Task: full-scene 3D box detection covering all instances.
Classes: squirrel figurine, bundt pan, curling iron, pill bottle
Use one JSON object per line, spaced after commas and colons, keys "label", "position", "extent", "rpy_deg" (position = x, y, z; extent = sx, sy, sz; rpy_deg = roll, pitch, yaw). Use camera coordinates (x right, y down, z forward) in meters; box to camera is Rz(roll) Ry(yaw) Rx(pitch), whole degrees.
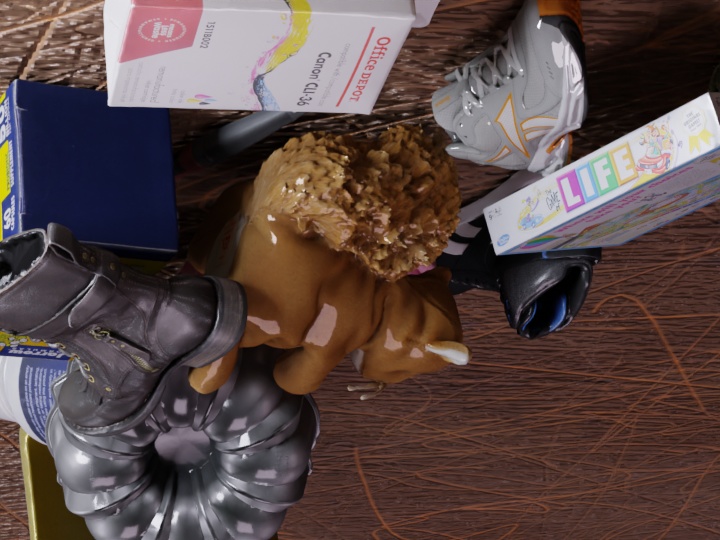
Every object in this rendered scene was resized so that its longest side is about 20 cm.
{"label": "squirrel figurine", "position": [0.000, 0.000, 1.340], "extent": [0.185, 0.142, 0.201], "rpy_deg": [20, 120, -21]}
{"label": "bundt pan", "position": [-0.126, 0.126, 1.410], "extent": [0.200, 0.204, 0.076], "rpy_deg": [-1, -158, -3]}
{"label": "curling iron", "position": [-0.098, -0.072, 1.342], "extent": [0.050, 0.026, 0.199], "rpy_deg": [45, 132, -15]}
{"label": "pill bottle", "position": [-0.200, 0.085, 1.539], "extent": [0.199, 0.112, 0.111], "rpy_deg": [5, 168, 38]}

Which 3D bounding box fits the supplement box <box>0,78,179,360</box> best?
{"label": "supplement box", "position": [-0.208, -0.027, 1.317], "extent": [0.109, 0.110, 0.200], "rpy_deg": [6, 155, -27]}

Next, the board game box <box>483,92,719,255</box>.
{"label": "board game box", "position": [0.196, -0.062, 1.307], "extent": [0.134, 0.035, 0.199], "rpy_deg": [-5, 164, -45]}

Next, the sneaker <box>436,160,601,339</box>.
{"label": "sneaker", "position": [0.103, 0.007, 1.480], "extent": [0.072, 0.113, 0.200], "rpy_deg": [7, 154, -27]}

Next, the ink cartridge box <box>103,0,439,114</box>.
{"label": "ink cartridge box", "position": [-0.040, -0.144, 1.134], "extent": [0.198, 0.068, 0.117], "rpy_deg": [0, 157, -14]}

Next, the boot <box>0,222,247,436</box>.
{"label": "boot", "position": [-0.186, 0.033, 1.251], "extent": [0.173, 0.070, 0.200], "rpy_deg": [16, 142, -38]}

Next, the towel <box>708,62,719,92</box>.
{"label": "towel", "position": [0.341, -0.137, 1.299], "extent": [0.199, 0.037, 0.148], "rpy_deg": [-24, 153, 35]}

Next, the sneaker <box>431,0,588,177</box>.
{"label": "sneaker", "position": [0.091, -0.112, 1.248], "extent": [0.091, 0.076, 0.200], "rpy_deg": [-1, 156, -1]}

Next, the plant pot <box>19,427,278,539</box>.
{"label": "plant pot", "position": [-0.173, 0.228, 1.849], "extent": [0.193, 0.197, 0.200], "rpy_deg": [-16, 161, 23]}

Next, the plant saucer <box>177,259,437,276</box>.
{"label": "plant saucer", "position": [-0.042, -0.002, 1.502], "extent": [0.198, 0.051, 0.201], "rpy_deg": [-5, 157, -2]}
